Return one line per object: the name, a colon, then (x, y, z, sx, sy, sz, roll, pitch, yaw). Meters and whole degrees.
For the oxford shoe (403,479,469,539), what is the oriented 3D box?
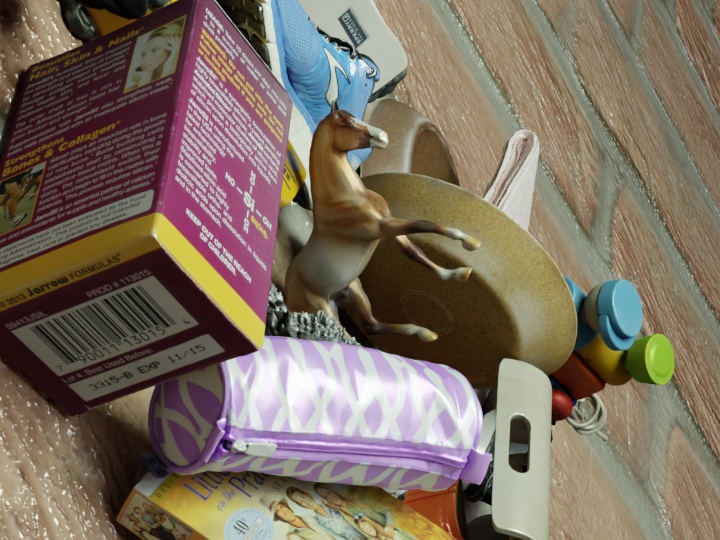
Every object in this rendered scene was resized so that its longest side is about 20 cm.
oxford shoe: (0.042, 0.171, 1.272, 0.073, 0.071, 0.200, 78, 4, -60)

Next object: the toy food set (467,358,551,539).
toy food set: (0.099, 0.180, 1.250, 0.200, 0.060, 0.144, 87, 8, -45)

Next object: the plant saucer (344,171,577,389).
plant saucer: (0.053, 0.020, 1.259, 0.200, 0.200, 0.035, 56, 50, -27)

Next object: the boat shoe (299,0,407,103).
boat shoe: (-0.037, -0.214, 1.345, 0.093, 0.075, 0.200, 44, -13, 42)

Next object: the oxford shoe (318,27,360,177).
oxford shoe: (-0.039, -0.128, 1.302, 0.200, 0.075, 0.071, 50, 28, -38)

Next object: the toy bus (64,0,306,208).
toy bus: (-0.113, -0.122, 1.160, 0.200, 0.065, 0.078, 61, 26, -18)

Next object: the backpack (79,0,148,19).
backpack: (-0.199, -0.247, 0.998, 0.200, 0.154, 0.163, 14, 27, -43)

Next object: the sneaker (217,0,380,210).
sneaker: (-0.041, -0.141, 1.228, 0.089, 0.079, 0.200, -36, 133, -21)

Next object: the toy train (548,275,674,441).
toy train: (0.188, 0.072, 1.365, 0.200, 0.116, 0.085, 45, 53, -38)

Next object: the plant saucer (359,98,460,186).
plant saucer: (0.047, -0.037, 1.403, 0.200, 0.034, 0.201, -8, 90, -71)

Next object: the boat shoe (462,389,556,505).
boat shoe: (0.125, 0.121, 1.429, 0.060, 0.074, 0.200, 31, 32, 2)

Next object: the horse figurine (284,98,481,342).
horse figurine: (0.000, 0.000, 1.204, 0.132, 0.200, 0.050, 29, 39, 7)

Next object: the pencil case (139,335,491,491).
pencil case: (-0.024, 0.083, 1.030, 0.200, 0.085, 0.084, 7, 107, -37)

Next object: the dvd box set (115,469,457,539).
dvd box set: (-0.025, 0.158, 1.038, 0.200, 0.029, 0.146, 34, 26, 6)

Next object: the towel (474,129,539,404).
towel: (0.099, 0.012, 1.418, 0.191, 0.032, 0.200, -54, 155, -61)

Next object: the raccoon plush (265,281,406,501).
raccoon plush: (-0.021, 0.061, 1.187, 0.134, 0.097, 0.200, 20, 53, -69)

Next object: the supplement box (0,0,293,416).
supplement box: (-0.124, -0.039, 0.998, 0.103, 0.131, 0.200, 49, 32, -37)
